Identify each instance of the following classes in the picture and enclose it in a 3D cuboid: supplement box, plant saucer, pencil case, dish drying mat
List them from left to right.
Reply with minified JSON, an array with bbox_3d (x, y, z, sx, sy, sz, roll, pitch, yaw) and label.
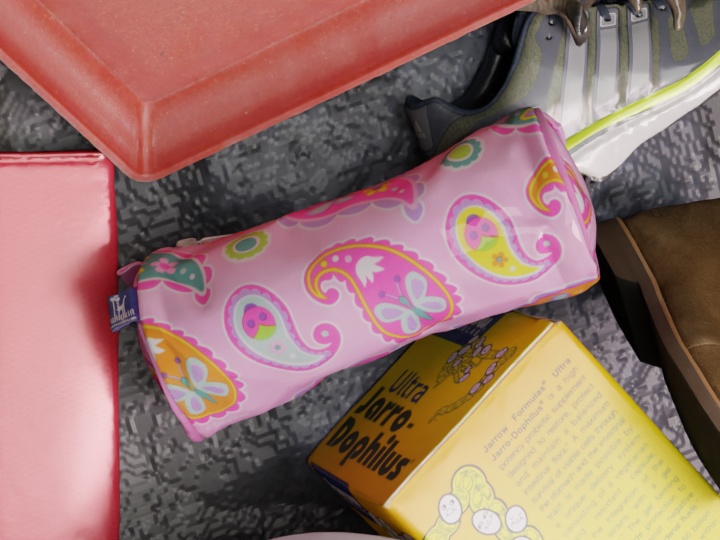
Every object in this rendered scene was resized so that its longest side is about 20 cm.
[{"bbox_3d":[-0.140,0.049,1.144,0.076,0.018,0.201,-2,98,-20],"label":"dish drying mat"},{"bbox_3d":[-0.054,-0.131,1.056,0.199,0.037,0.200,-24,145,16],"label":"plant saucer"},{"bbox_3d":[0.000,0.000,1.122,0.199,0.087,0.088,-21,104,8],"label":"pencil case"},{"bbox_3d":[0.092,0.120,1.184,0.110,0.109,0.200,-46,108,-9],"label":"supplement box"}]

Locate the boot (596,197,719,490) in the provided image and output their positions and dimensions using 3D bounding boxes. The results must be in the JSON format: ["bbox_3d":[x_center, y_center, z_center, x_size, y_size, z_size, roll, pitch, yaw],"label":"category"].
[{"bbox_3d":[0.162,0.035,1.150,0.075,0.200,0.074,-19,132,-3],"label":"boot"}]

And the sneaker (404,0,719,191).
[{"bbox_3d":[0.106,-0.096,1.185,0.200,0.074,0.081,-40,104,-12],"label":"sneaker"}]

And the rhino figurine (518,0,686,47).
[{"bbox_3d":[0.054,-0.160,1.139,0.200,0.060,0.088,36,86,3],"label":"rhino figurine"}]

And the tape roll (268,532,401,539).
[{"bbox_3d":[-0.005,0.209,1.127,0.201,0.071,0.203,4,121,7],"label":"tape roll"}]
